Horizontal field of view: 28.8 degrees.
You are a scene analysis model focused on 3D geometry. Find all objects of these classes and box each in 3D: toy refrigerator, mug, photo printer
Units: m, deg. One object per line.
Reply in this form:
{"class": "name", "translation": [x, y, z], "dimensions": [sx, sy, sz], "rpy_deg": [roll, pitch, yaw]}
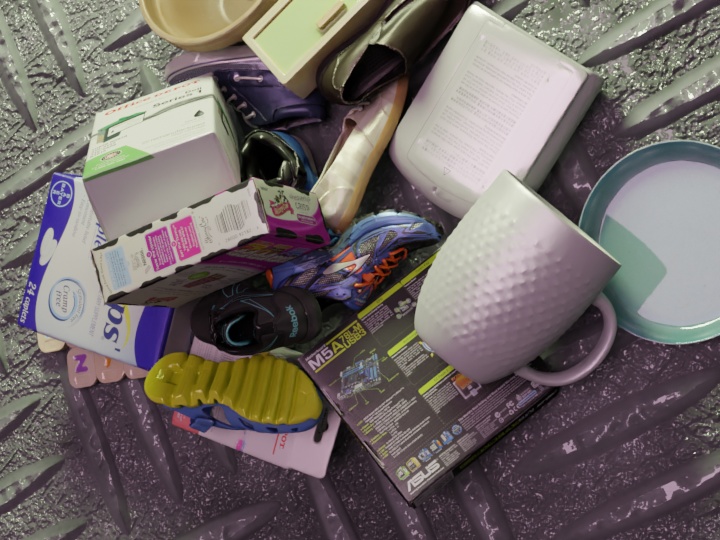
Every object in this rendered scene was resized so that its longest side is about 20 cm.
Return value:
{"class": "toy refrigerator", "translation": [-0.024, -0.283, 1.477], "dimensions": [0.200, 0.070, 0.076], "rpy_deg": [-43, 73, 8]}
{"class": "mug", "translation": [0.160, 0.031, 1.361], "dimensions": [0.200, 0.148, 0.176], "rpy_deg": [37, 99, -14]}
{"class": "photo printer", "translation": [0.133, -0.152, 1.447], "dimensions": [0.166, 0.069, 0.200], "rpy_deg": [35, 102, 22]}

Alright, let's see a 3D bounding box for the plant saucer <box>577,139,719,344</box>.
{"class": "plant saucer", "translation": [0.313, -0.028, 1.380], "dimensions": [0.199, 0.027, 0.201], "rpy_deg": [-1, 87, 25]}

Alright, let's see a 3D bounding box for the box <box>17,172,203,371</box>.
{"class": "box", "translation": [-0.263, 0.001, 1.586], "dimensions": [0.199, 0.105, 0.185], "rpy_deg": [16, 94, 23]}

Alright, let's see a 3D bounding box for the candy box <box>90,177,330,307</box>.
{"class": "candy box", "translation": [-0.149, -0.024, 1.405], "dimensions": [0.199, 0.136, 0.061], "rpy_deg": [-22, 77, 22]}

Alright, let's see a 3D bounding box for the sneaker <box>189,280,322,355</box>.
{"class": "sneaker", "translation": [-0.127, 0.050, 1.448], "dimensions": [0.200, 0.079, 0.076], "rpy_deg": [-8, 98, 50]}

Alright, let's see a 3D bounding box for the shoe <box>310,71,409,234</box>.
{"class": "shoe", "translation": [-0.002, -0.136, 1.478], "dimensions": [0.053, 0.070, 0.201], "rpy_deg": [26, 72, -8]}

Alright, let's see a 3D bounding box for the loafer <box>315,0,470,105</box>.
{"class": "loafer", "translation": [0.044, -0.235, 1.447], "dimensions": [0.200, 0.073, 0.071], "rpy_deg": [-43, 32, 11]}

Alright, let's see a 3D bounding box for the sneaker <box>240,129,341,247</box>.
{"class": "sneaker", "translation": [-0.067, -0.064, 1.511], "dimensions": [0.077, 0.111, 0.201], "rpy_deg": [-29, 76, 20]}

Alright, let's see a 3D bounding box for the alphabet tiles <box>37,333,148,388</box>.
{"class": "alphabet tiles", "translation": [-0.304, 0.036, 1.667], "dimensions": [0.199, 0.015, 0.197], "rpy_deg": [-11, 82, 24]}

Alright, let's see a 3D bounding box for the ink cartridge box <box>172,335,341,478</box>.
{"class": "ink cartridge box", "translation": [-0.097, 0.144, 1.537], "dimensions": [0.199, 0.067, 0.117], "rpy_deg": [18, 94, 26]}

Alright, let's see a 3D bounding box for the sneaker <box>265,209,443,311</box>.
{"class": "sneaker", "translation": [0.000, 0.000, 1.444], "dimensions": [0.199, 0.075, 0.079], "rpy_deg": [-25, 69, 23]}

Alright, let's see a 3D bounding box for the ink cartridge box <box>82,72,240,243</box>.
{"class": "ink cartridge box", "translation": [-0.206, -0.122, 1.473], "dimensions": [0.146, 0.200, 0.085], "rpy_deg": [-19, 116, 2]}

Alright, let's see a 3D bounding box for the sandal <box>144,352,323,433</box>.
{"class": "sandal", "translation": [-0.124, 0.136, 1.468], "dimensions": [0.199, 0.087, 0.080], "rpy_deg": [8, 56, 28]}

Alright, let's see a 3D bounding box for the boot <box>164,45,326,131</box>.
{"class": "boot", "translation": [-0.131, -0.200, 1.569], "dimensions": [0.199, 0.073, 0.091], "rpy_deg": [-6, 79, 24]}

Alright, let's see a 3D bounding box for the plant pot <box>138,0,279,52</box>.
{"class": "plant pot", "translation": [-0.142, -0.326, 1.560], "dimensions": [0.200, 0.093, 0.202], "rpy_deg": [-11, 68, 29]}

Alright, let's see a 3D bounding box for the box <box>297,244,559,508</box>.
{"class": "box", "translation": [0.070, 0.107, 1.437], "dimensions": [0.200, 0.048, 0.193], "rpy_deg": [-38, 70, -6]}
